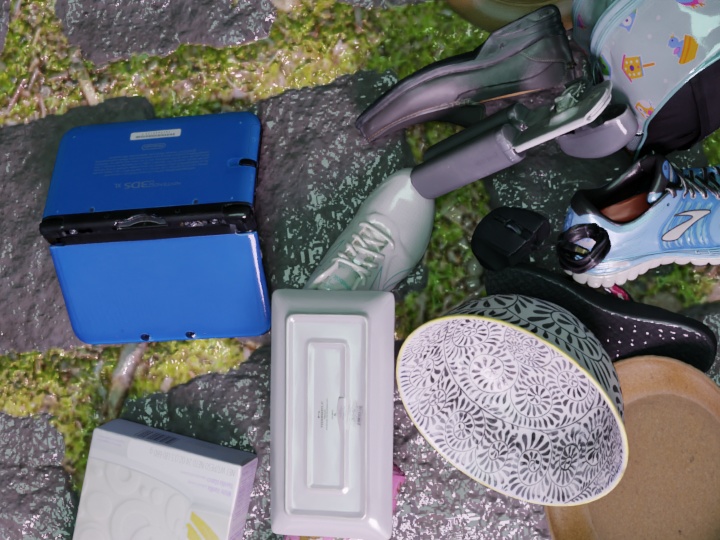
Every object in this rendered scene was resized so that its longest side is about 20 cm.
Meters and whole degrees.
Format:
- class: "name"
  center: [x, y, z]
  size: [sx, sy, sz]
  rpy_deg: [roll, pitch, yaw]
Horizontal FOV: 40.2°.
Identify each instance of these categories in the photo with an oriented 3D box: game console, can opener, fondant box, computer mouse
- class: "game console"
  center: [-0.179, -0.038, 0.910]
  size: [0.196, 0.119, 0.174]
  rpy_deg: [-3, 58, 9]
- class: "can opener"
  center: [0.126, -0.093, 0.778]
  size: [0.067, 0.199, 0.054]
  rpy_deg: [48, 53, -17]
- class: "fondant box"
  center: [-0.184, 0.252, 0.889]
  size: [0.141, 0.058, 0.204]
  rpy_deg: [12, 93, 9]
- class: "computer mouse"
  center: [0.135, -0.027, 0.774]
  size: [0.058, 0.200, 0.034]
  rpy_deg: [-39, 104, -12]

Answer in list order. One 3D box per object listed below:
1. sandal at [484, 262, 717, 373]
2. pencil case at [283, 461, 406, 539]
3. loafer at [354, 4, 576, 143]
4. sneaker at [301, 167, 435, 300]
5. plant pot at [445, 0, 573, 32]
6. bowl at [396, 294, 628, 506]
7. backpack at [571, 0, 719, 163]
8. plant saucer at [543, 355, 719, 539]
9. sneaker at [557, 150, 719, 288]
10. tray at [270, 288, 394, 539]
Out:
- class: "sandal"
  center: [0.200, 0.037, 0.830]
  size: [0.196, 0.045, 0.076]
  rpy_deg: [18, 134, 13]
- class: "pencil case"
  center: [-0.031, 0.247, 0.853]
  size: [0.086, 0.082, 0.204]
  rpy_deg: [22, 94, 42]
- class: "loafer"
  center: [0.089, -0.150, 0.840]
  size: [0.197, 0.073, 0.073]
  rpy_deg: [-24, 96, 18]
- class: "sneaker"
  center: [0.000, 0.000, 0.851]
  size: [0.070, 0.080, 0.202]
  rpy_deg: [34, 93, 9]
- class: "plant pot"
  center: [0.147, -0.307, 0.855]
  size: [0.196, 0.027, 0.205]
  rpy_deg: [0, 89, 9]
- class: "bowl"
  center: [0.136, 0.088, 0.804]
  size: [0.199, 0.202, 0.094]
  rpy_deg: [34, 50, 8]
- class: "backpack"
  center: [0.253, -0.187, 0.749]
  size: [0.174, 0.200, 0.155]
  rpy_deg: [-33, 85, 8]
- class: "plant saucer"
  center: [0.234, 0.172, 0.789]
  size: [0.199, 0.035, 0.204]
  rpy_deg: [-21, 62, 46]
- class: "sneaker"
  center: [0.254, -0.053, 0.784]
  size: [0.196, 0.091, 0.079]
  rpy_deg: [-18, 45, -4]
- class: "tray"
  center: [-0.026, 0.118, 0.802]
  size: [0.105, 0.022, 0.205]
  rpy_deg: [0, 90, 12]
